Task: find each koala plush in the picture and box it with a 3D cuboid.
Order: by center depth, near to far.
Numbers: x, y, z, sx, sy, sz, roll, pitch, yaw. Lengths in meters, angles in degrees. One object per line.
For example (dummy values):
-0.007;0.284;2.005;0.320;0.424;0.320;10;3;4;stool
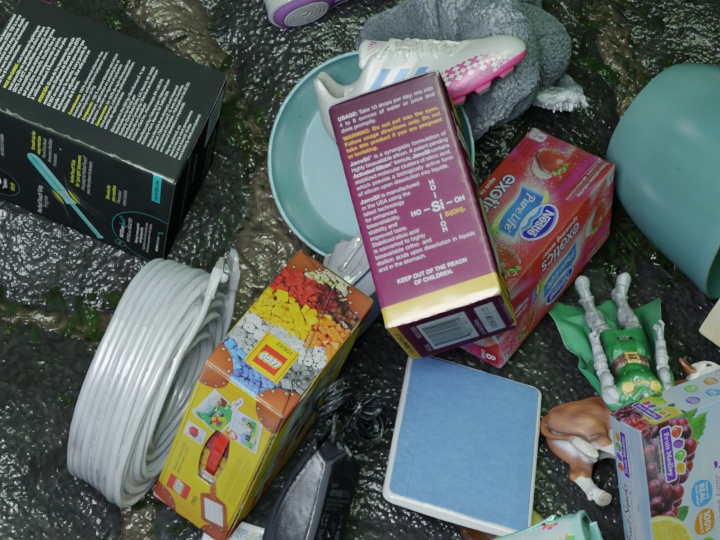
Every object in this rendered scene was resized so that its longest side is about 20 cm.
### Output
0.138;-0.207;1.640;0.199;0.183;0.179;-15;80;-46;koala plush

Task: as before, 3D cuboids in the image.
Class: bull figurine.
0.263;0.142;1.512;0.198;0.066;0.122;-13;32;-10;bull figurine

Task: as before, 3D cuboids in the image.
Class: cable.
-0.173;0.090;1.377;0.069;0.201;0.201;24;51;8;cable

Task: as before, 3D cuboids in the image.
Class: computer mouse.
-0.040;0.189;1.378;0.052;0.138;0.202;12;80;20;computer mouse

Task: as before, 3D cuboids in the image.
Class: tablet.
0.092;0.150;1.465;0.129;0.014;0.201;16;36;-2;tablet

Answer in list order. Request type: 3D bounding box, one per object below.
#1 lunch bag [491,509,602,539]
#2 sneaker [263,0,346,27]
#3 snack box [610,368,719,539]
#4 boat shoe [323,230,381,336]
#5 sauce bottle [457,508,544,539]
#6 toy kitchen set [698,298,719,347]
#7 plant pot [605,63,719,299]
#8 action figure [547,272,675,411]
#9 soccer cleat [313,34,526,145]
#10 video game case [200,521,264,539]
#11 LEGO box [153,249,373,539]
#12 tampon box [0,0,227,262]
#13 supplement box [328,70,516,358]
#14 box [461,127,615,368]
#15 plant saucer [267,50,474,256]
0.132;0.307;1.336;0.169;0.122;0.202;-23;64;18;lunch bag
-0.018;-0.319;1.708;0.198;0.075;0.100;-20;69;-22;sneaker
0.293;0.195;1.436;0.141;0.202;0.053;-19;23;-22;snack box
0.000;0.000;1.521;0.065;0.074;0.200;40;81;20;boat shoe
0.130;0.229;1.443;0.066;0.066;0.200;-35;69;-26;sauce bottle
0.430;0.045;1.506;0.199;0.182;0.163;36;17;13;toy kitchen set
0.332;-0.101;1.603;0.200;0.202;0.161;-36;62;-27;plant pot
0.239;0.075;1.515;0.116;0.055;0.201;-6;35;-4;action figure
0.048;-0.178;1.504;0.198;0.070;0.087;-24;101;16;soccer cleat
-0.056;0.312;1.383;0.198;0.023;0.184;18;60;-3;video game case
-0.081;0.105;1.376;0.077;0.201;0.149;33;49;7;LEGO box
-0.239;-0.125;1.509;0.198;0.150;0.127;23;60;1;tampon box
0.054;-0.044;1.418;0.102;0.131;0.202;-17;74;8;supplement box
0.145;-0.023;1.554;0.095;0.100;0.200;27;57;26;box
0.012;-0.104;1.574;0.197;0.036;0.203;0;90;13;plant saucer
